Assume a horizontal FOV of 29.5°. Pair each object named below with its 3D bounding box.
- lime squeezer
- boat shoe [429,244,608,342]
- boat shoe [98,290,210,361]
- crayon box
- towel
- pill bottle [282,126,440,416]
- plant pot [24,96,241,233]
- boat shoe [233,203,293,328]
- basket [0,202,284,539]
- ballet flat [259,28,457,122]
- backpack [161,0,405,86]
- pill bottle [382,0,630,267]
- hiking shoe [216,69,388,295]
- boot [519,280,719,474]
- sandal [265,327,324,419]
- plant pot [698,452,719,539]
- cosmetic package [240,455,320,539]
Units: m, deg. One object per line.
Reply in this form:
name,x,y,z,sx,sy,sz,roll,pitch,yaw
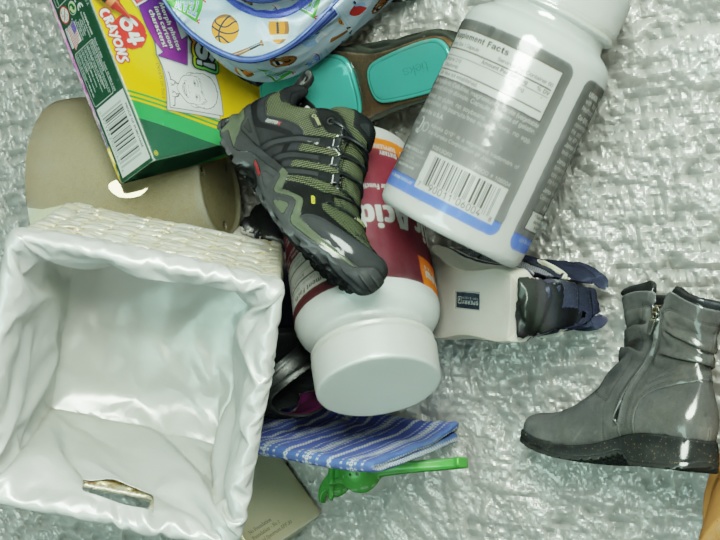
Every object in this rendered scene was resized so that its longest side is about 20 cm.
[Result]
lime squeezer,-0.001,0.173,1.167,0.199,0.070,0.038,-25,75,48
boat shoe,0.110,0.020,1.063,0.199,0.091,0.076,-162,72,-63
boat shoe,-0.180,0.058,1.114,0.198,0.072,0.072,-31,92,18
crayon box,-0.151,-0.189,1.114,0.058,0.171,0.203,-25,86,47
towel,-0.034,0.133,1.151,0.198,0.144,0.024,5,99,34
pill bottle,0.000,0.000,1.053,0.114,0.113,0.203,-35,51,37
plant pot,-0.181,-0.061,1.185,0.132,0.200,0.204,-10,98,17
boat shoe,-0.077,0.047,1.192,0.092,0.075,0.202,26,128,14
basket,-0.160,0.069,1.006,0.195,0.161,0.203,11,101,-2
ballet flat,0.013,-0.149,1.079,0.198,0.068,0.069,-1,102,36
backpack,-0.064,-0.244,1.030,0.191,0.154,0.200,-46,74,9
pill bottle,0.105,-0.116,0.964,0.113,0.113,0.202,28,95,26
hiking shoe,-0.026,-0.071,0.987,0.100,0.076,0.201,-39,56,1
boot,0.199,0.079,1.018,0.199,0.069,0.134,-6,78,55
sandal,-0.037,0.085,1.117,0.048,0.197,0.076,-119,23,-61
plant pot,0.311,0.193,0.922,0.198,0.139,0.203,11,109,34
cosmetic package,-0.140,0.179,1.265,0.201,0.103,0.073,53,127,9
